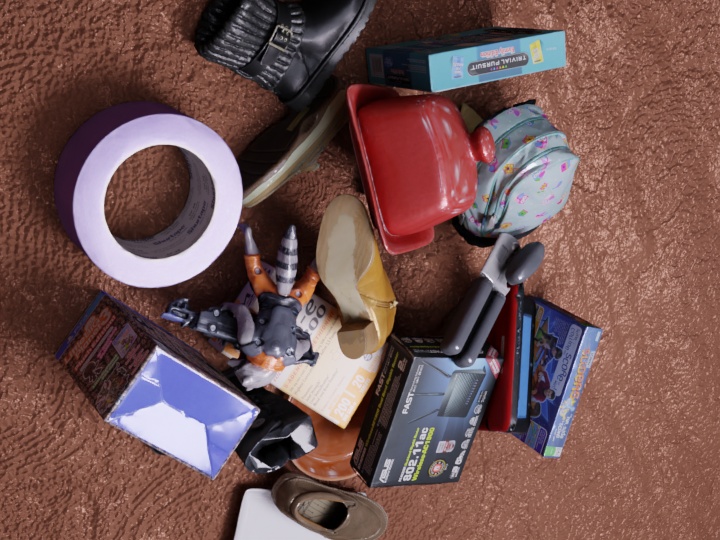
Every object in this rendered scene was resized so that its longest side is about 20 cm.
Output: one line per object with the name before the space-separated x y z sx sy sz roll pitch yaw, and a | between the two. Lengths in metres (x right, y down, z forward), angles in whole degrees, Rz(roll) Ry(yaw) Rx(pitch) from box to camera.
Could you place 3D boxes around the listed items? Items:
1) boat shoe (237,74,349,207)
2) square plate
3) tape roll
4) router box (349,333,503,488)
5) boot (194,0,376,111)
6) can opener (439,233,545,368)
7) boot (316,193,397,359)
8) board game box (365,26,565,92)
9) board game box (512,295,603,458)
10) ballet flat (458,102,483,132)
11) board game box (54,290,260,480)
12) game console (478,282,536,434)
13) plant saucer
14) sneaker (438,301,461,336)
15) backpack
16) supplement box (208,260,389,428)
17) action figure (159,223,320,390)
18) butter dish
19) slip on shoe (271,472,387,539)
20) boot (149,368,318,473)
boat shoe | -0.077 -0.144 1.343 0.200 0.072 0.076 -47 137 -8
square plate | -0.102 0.396 1.538 0.197 0.028 0.201 9 102 -32
tape roll | -0.241 -0.087 1.252 0.199 0.085 0.201 -11 113 -27
router box | 0.086 0.184 1.434 0.149 0.062 0.201 3 113 -33
boot | -0.081 -0.305 1.273 0.157 0.079 0.212 31 90 -35
can opener | 0.166 0.032 1.391 0.053 0.066 0.200 44 63 -21
boot | 0.001 0.000 1.322 0.070 0.144 0.203 -1 101 14
board game box | 0.130 -0.265 1.367 0.199 0.151 0.047 -15 110 -25
board game box | 0.269 0.154 1.607 0.034 0.135 0.201 10 103 -34
ballet flat | 0.077 -0.154 1.442 0.200 0.069 0.063 -34 93 -19
board game box | -0.236 0.129 1.260 0.159 0.200 0.097 38 85 -35
game console | 0.222 0.123 1.508 0.118 0.172 0.201 6 81 -17
plant saucer | -0.023 0.192 1.511 0.199 0.032 0.202 -10 111 -27
sneaker | 0.139 0.148 1.551 0.200 0.071 0.113 -54 126 -23
backpack | 0.205 -0.127 1.440 0.166 0.127 0.200 -31 155 -22
supplement box | -0.074 0.095 1.397 0.200 0.073 0.126 34 86 -22
action figure | -0.125 0.042 1.279 0.199 0.105 0.195 11 82 -19
butter dish | 0.086 -0.133 1.288 0.199 0.147 0.201 -18 96 -68
slip on shoe | -0.032 0.335 1.504 0.200 0.061 0.076 35 87 -35
boot | -0.160 0.200 1.330 0.165 0.200 0.066 -36 121 -15
